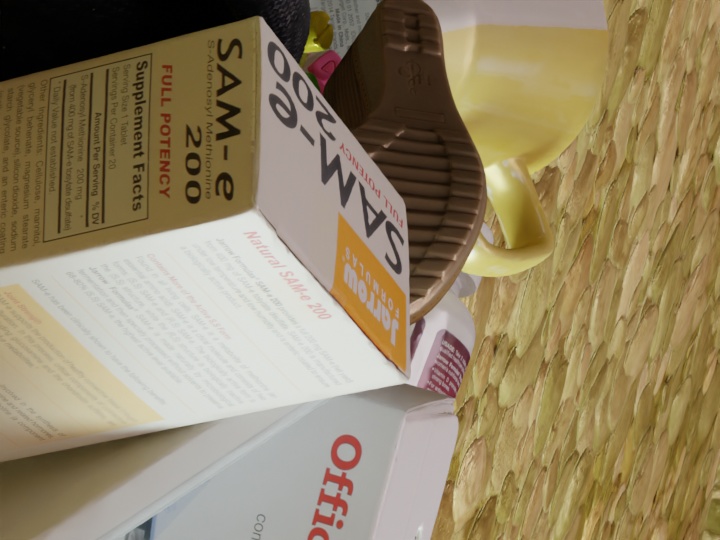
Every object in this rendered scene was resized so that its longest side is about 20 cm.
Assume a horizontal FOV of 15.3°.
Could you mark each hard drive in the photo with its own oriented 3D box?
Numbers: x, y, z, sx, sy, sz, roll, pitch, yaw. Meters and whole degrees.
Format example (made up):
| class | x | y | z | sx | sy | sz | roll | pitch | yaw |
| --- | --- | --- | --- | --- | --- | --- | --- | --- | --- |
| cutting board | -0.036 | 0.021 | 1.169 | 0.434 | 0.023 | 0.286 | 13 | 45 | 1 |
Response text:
| class | x | y | z | sx | sy | sz | roll | pitch | yaw |
| --- | --- | --- | --- | --- | --- | --- | --- | --- | --- |
| hard drive | -0.089 | 0.048 | 0.968 | 0.027 | 0.200 | 0.132 | 54 | 6 | -30 |

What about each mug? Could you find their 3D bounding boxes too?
| class | x | y | z | sx | sy | sz | roll | pitch | yaw |
| --- | --- | --- | --- | --- | --- | --- | --- | --- | --- |
| mug | 0.041 | -0.106 | 1.340 | 0.150 | 0.187 | 0.153 | -57 | 159 | 16 |

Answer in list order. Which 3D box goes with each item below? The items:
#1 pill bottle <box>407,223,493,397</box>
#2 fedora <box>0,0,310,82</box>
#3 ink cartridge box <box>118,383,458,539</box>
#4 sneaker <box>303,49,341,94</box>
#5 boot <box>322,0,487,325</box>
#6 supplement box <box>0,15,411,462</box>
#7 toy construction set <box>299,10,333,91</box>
| class | x | y | z | sx | sy | sz | roll | pitch | yaw |
| --- | --- | --- | --- | --- | --- | --- | --- | --- | --- |
| pill bottle | -0.003 | 0.058 | 1.432 | 0.110 | 0.109 | 0.200 | 62 | 46 | -66 |
| fedora | -0.117 | -0.105 | 0.881 | 0.201 | 0.200 | 0.092 | 74 | 5 | -60 |
| ink cartridge box | -0.079 | 0.095 | 1.066 | 0.086 | 0.200 | 0.147 | 6 | 99 | -73 |
| sneaker | -0.067 | -0.025 | 1.229 | 0.088 | 0.074 | 0.200 | 91 | 23 | -51 |
| boot | 0.000 | 0.000 | 1.133 | 0.200 | 0.072 | 0.167 | -83 | -171 | -48 |
| supplement box | -0.097 | -0.002 | 0.876 | 0.126 | 0.200 | 0.074 | 51 | 33 | -55 |
| toy construction set | -0.073 | -0.074 | 1.100 | 0.200 | 0.092 | 0.131 | -78 | 153 | -56 |
